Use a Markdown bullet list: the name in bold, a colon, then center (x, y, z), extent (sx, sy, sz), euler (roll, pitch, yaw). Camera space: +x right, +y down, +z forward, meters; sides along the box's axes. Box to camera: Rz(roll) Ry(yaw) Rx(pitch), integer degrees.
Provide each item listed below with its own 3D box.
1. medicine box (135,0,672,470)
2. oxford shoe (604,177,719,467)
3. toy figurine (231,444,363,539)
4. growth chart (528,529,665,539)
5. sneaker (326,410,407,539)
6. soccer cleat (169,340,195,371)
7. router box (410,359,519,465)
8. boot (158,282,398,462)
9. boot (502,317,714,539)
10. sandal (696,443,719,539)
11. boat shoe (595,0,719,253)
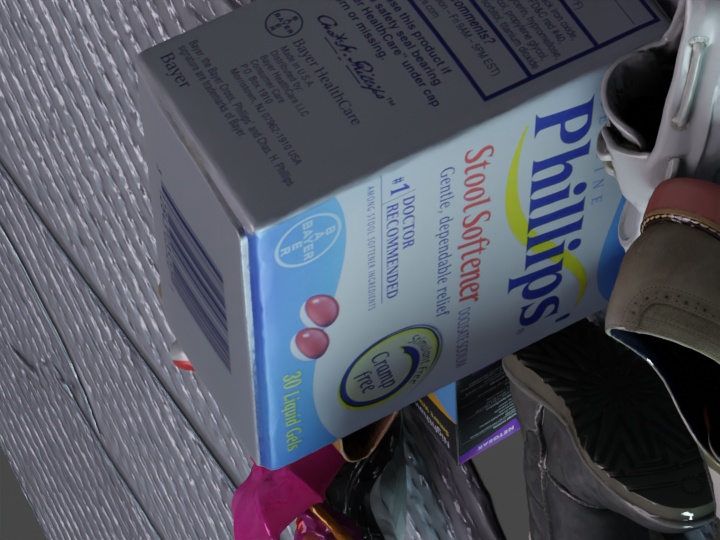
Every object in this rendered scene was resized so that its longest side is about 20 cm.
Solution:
- **medicine box**: center (0.019, -0.038, 1.114), extent (0.103, 0.200, 0.182), euler (55, 161, 30)
- **oxford shoe**: center (0.159, 0.057, 0.978), extent (0.200, 0.075, 0.070), euler (43, 154, -19)
- **toy figurine**: center (0.005, 0.176, 1.544), extent (0.184, 0.150, 0.200), euler (48, 172, 25)
- **growth chart**: center (0.153, 0.178, 1.353), extent (0.200, 0.018, 0.145), euler (54, 160, 25)
- **sneaker**: center (-0.006, 0.114, 1.629), extent (0.079, 0.074, 0.201), euler (-73, -16, -57)
- **soccer cleat**: center (0.000, 0.000, 1.266), extent (0.069, 0.199, 0.085), euler (-45, -60, -77)
- **router box**: center (0.015, -0.015, 1.407), extent (0.200, 0.051, 0.149), euler (52, 161, 32)
- **boot**: center (-0.039, 0.040, 1.450), extent (0.155, 0.074, 0.200), euler (53, 166, 15)
- **boot**: center (0.124, 0.138, 1.255), extent (0.182, 0.072, 0.200), euler (-127, 29, -57)
- **sandal**: center (0.168, 0.069, 1.075), extent (0.080, 0.057, 0.202), euler (-52, -44, -69)
- **boat shoe**: center (0.119, -0.055, 0.981), extent (0.200, 0.066, 0.072), euler (114, 167, -67)
